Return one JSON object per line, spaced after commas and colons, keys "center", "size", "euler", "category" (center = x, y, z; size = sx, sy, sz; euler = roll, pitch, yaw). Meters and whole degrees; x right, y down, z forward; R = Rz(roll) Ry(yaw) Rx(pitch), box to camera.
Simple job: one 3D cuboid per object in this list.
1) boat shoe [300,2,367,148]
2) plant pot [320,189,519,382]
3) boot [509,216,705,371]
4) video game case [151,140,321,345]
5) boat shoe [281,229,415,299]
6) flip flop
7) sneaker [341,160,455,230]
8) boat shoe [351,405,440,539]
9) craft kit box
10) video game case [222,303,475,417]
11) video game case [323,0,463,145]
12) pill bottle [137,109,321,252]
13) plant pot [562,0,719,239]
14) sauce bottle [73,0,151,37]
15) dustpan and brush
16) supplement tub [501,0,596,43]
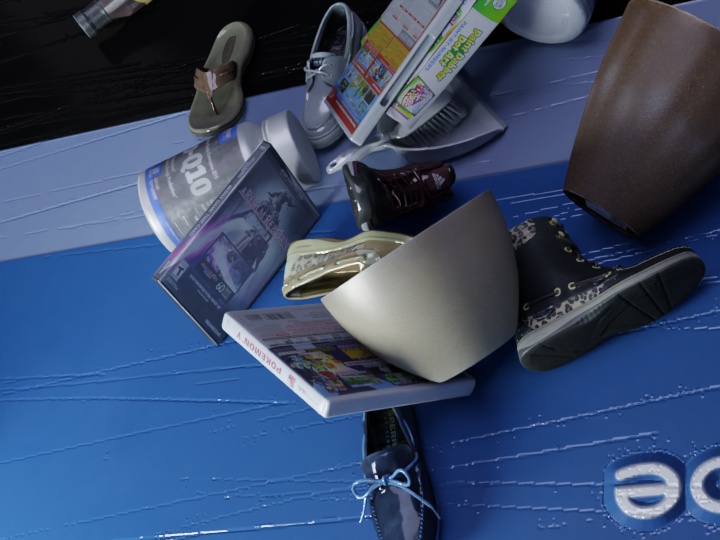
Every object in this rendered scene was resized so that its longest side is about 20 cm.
{"center": [-0.042, -0.246, 1.774], "size": [0.070, 0.072, 0.201], "euler": [-3, 56, 27], "category": "boat shoe"}
{"center": [0.079, 0.030, 1.412], "size": [0.200, 0.200, 0.135], "euler": [-33, 90, 4], "category": "plant pot"}
{"center": [0.229, -0.005, 1.443], "size": [0.203, 0.073, 0.154], "euler": [-30, 48, 14], "category": "boot"}
{"center": [-0.136, -0.029, 1.620], "size": [0.019, 0.143, 0.200], "euler": [28, 73, 37], "category": "video game case"}
{"center": [0.000, 0.000, 1.578], "size": [0.199, 0.073, 0.063], "euler": [-6, 60, 39], "category": "boat shoe"}
{"center": [-0.186, -0.255, 1.870], "size": [0.081, 0.058, 0.201], "euler": [-5, 55, 26], "category": "flip flop"}
{"center": [0.046, -0.094, 1.557], "size": [0.115, 0.200, 0.076], "euler": [-15, 94, 5], "category": "sneaker"}
{"center": [0.024, 0.197, 1.415], "size": [0.084, 0.069, 0.200], "euler": [-26, 48, 10], "category": "boat shoe"}
{"center": [0.087, -0.290, 1.659], "size": [0.198, 0.048, 0.200], "euler": [-47, 28, 20], "category": "craft kit box"}
{"center": [-0.012, 0.085, 1.455], "size": [0.182, 0.199, 0.023], "euler": [36, 119, 41], "category": "video game case"}
{"center": [0.035, -0.251, 1.645], "size": [0.200, 0.017, 0.143], "euler": [-54, 26, 12], "category": "video game case"}
{"center": [-0.155, -0.108, 1.707], "size": [0.199, 0.114, 0.114], "euler": [-25, 49, 11], "category": "pill bottle"}
{"center": [0.299, -0.140, 1.454], "size": [0.187, 0.187, 0.200], "euler": [32, 89, 41], "category": "plant pot"}
{"center": [-0.322, -0.410, 2.055], "size": [0.200, 0.066, 0.066], "euler": [-40, 48, -1], "category": "sauce bottle"}
{"center": [0.051, -0.160, 1.666], "size": [0.200, 0.057, 0.140], "euler": [-36, 47, 1], "category": "dustpan and brush"}
{"center": [0.237, -0.378, 1.682], "size": [0.122, 0.123, 0.201], "euler": [6, 60, 32], "category": "supplement tub"}
